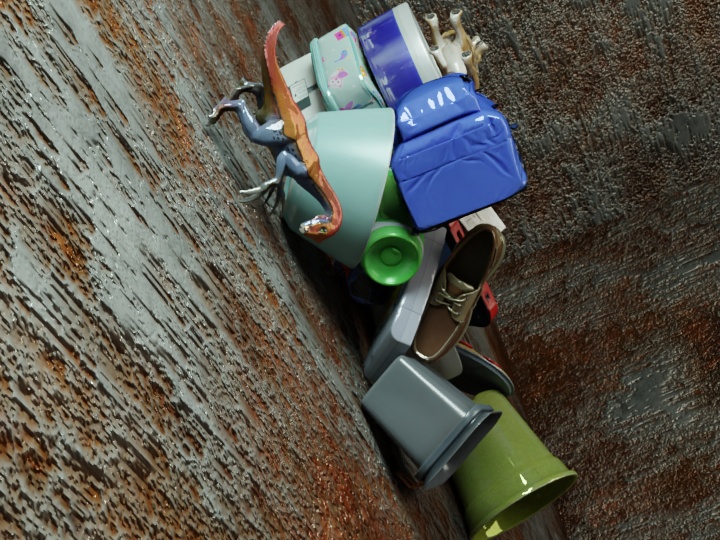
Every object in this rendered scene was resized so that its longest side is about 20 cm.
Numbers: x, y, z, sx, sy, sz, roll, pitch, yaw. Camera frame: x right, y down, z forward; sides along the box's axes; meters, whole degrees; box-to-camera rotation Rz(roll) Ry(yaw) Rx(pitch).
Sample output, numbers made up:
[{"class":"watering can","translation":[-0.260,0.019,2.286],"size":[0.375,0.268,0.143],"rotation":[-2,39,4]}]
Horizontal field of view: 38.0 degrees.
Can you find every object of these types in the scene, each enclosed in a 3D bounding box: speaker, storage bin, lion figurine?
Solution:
[{"class":"speaker","translation":[0.036,-0.061,1.367],"size":[0.201,0.088,0.089],"rotation":[-93,158,-60]},{"class":"storage bin","translation":[0.081,0.192,1.341],"size":[0.134,0.146,0.200],"rotation":[41,3,16]},{"class":"lion figurine","translation":[0.133,-0.276,1.429],"size":[0.201,0.072,0.123],"rotation":[-83,157,-46]}]

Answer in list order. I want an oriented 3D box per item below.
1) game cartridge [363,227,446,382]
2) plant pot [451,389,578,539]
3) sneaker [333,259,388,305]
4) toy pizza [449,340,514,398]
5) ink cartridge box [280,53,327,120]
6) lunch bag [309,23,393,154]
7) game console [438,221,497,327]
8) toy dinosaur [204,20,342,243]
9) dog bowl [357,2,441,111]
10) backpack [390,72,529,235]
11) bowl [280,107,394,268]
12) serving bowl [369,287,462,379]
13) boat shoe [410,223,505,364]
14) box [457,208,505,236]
[{"class":"game cartridge","translation":[0.061,0.036,1.388],"size":[0.040,0.134,0.201],"rotation":[26,53,-8]},{"class":"plant pot","translation":[0.214,0.302,1.673],"size":[0.185,0.199,0.200],"rotation":[59,6,24]},{"class":"sneaker","translation":[0.000,0.000,1.446],"size":[0.200,0.077,0.076],"rotation":[-66,151,-74]},{"class":"toy pizza","translation":[0.164,0.152,1.724],"size":[0.032,0.198,0.201],"rotation":[-63,147,-20]},{"class":"ink cartridge box","translation":[-0.060,-0.190,1.505],"size":[0.147,0.082,0.201],"rotation":[57,15,-44]},{"class":"lunch bag","translation":[0.001,-0.236,1.473],"size":[0.200,0.076,0.161],"rotation":[54,15,-48]},{"class":"game console","translation":[0.102,-0.007,1.509],"size":[0.176,0.031,0.201],"rotation":[0,-56,51]},{"class":"toy dinosaur","translation":[-0.077,-0.125,1.124],"size":[0.181,0.201,0.105],"rotation":[35,31,-2]},{"class":"dog bowl","translation":[0.073,-0.267,1.468],"size":[0.200,0.078,0.201],"rotation":[-90,154,-68]},{"class":"backpack","translation":[0.118,-0.158,1.308],"size":[0.200,0.161,0.170],"rotation":[-73,147,-75]},{"class":"bowl","translation":[-0.035,-0.112,1.275],"size":[0.201,0.104,0.203],"rotation":[-166,-90,-80]},{"class":"serving bowl","translation":[0.069,0.088,1.565],"size":[0.201,0.065,0.200],"rotation":[54,-9,12]},{"class":"boat shoe","translation":[0.120,0.026,1.355],"size":[0.075,0.202,0.072],"rotation":[26,-2,12]},{"class":"box","translation":[0.108,-0.062,1.530],"size":[0.117,0.060,0.200],"rotation":[51,-32,-4]}]
